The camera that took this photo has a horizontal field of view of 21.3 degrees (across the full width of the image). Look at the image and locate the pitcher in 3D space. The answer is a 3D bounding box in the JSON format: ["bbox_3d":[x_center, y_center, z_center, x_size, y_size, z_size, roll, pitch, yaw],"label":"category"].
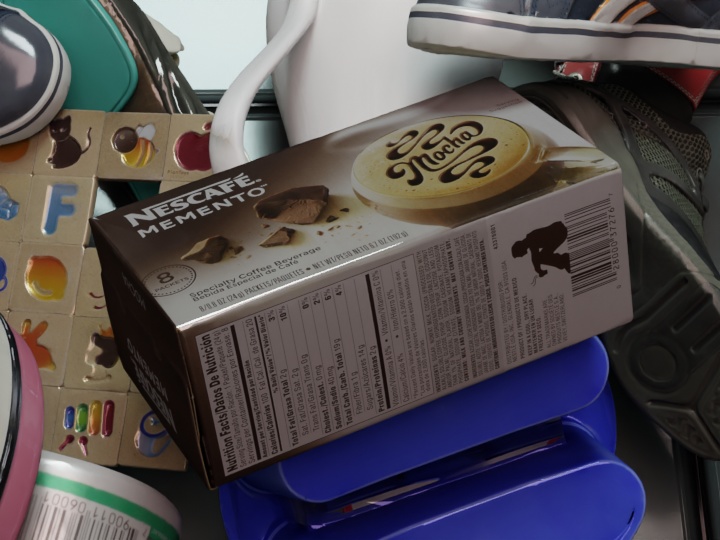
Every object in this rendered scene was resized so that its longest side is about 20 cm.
[{"bbox_3d":[-0.004,-0.098,0.919,0.120,0.171,0.202,-8,68,35],"label":"pitcher"}]

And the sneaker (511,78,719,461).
[{"bbox_3d":[0.149,-0.009,0.921,0.114,0.076,0.200,-19,72,-51],"label":"sneaker"}]

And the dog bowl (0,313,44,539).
[{"bbox_3d":[-0.210,0.085,0.800,0.074,0.199,0.202,32,63,-38],"label":"dog bowl"}]

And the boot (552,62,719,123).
[{"bbox_3d":[0.105,-0.152,0.999,0.199,0.072,0.145,35,71,2],"label":"boot"}]

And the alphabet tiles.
[{"bbox_3d":[-0.162,0.003,0.901,0.198,0.008,0.169,4,76,16],"label":"alphabet tiles"}]

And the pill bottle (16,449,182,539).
[{"bbox_3d":[-0.154,0.185,0.820,0.112,0.113,0.202,15,69,-1],"label":"pill bottle"}]

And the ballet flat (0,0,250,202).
[{"bbox_3d":[-0.106,-0.078,0.950,0.201,0.068,0.068,57,31,3],"label":"ballet flat"}]

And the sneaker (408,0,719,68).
[{"bbox_3d":[0.103,-0.134,0.877,0.199,0.078,0.080,-4,101,-40],"label":"sneaker"}]

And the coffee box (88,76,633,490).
[{"bbox_3d":[0.000,0.000,0.805,0.199,0.080,0.113,-20,32,-17],"label":"coffee box"}]

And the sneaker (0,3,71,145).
[{"bbox_3d":[-0.239,-0.111,0.908,0.198,0.079,0.079,12,79,16],"label":"sneaker"}]

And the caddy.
[{"bbox_3d":[0.034,0.090,0.885,0.198,0.105,0.143,-18,98,-13],"label":"caddy"}]
